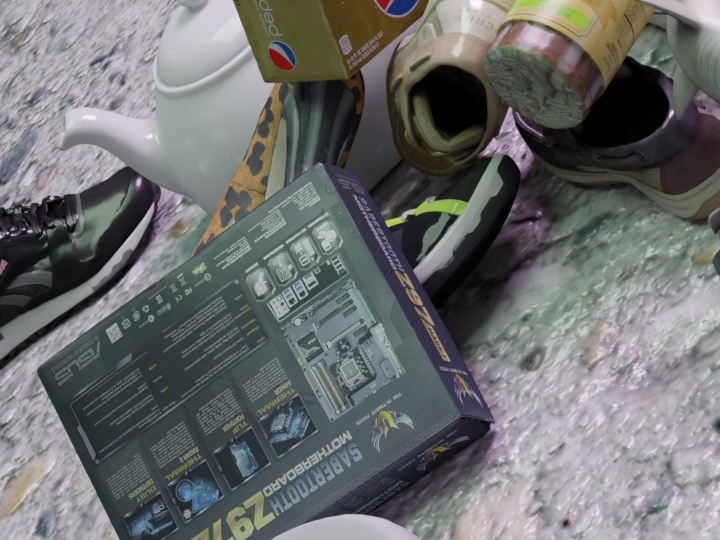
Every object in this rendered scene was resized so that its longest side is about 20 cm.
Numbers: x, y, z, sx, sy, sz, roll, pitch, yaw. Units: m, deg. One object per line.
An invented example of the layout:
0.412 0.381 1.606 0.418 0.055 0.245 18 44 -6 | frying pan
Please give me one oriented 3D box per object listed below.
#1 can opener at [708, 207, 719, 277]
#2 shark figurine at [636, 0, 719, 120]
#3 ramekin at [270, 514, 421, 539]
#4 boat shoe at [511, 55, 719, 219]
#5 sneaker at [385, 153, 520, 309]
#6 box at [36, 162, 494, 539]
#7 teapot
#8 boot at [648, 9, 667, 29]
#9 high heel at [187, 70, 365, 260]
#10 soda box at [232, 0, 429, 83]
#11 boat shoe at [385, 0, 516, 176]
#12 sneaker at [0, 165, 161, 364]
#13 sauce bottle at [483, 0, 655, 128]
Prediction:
0.250 -0.058 1.297 0.200 0.053 0.067 -36 64 20 | can opener
0.178 -0.118 1.348 0.215 0.128 0.090 -63 -12 -55 | shark figurine
-0.015 0.205 1.231 0.200 0.098 0.201 -33 30 22 | ramekin
0.133 -0.082 1.453 0.072 0.065 0.200 -47 28 -5 | boat shoe
0.000 0.000 1.477 0.200 0.083 0.072 -47 -8 -4 | sneaker
-0.051 0.065 1.428 0.200 0.051 0.158 -36 68 17 | box
-0.052 -0.129 1.677 0.197 0.146 0.200 -8 44 48 | teapot
0.130 -0.191 1.575 0.073 0.090 0.200 -53 29 -16 | boot
-0.053 -0.038 1.599 0.200 0.071 0.143 128 158 -47 | high heel
0.014 -0.182 1.555 0.064 0.068 0.200 0 31 40 | soda box
0.046 -0.092 1.504 0.200 0.072 0.065 114 176 -67 | boat shoe
-0.223 -0.011 1.805 0.200 0.088 0.076 -39 28 9 | sneaker
0.134 -0.166 1.429 0.065 0.065 0.200 -3 48 51 | sauce bottle
